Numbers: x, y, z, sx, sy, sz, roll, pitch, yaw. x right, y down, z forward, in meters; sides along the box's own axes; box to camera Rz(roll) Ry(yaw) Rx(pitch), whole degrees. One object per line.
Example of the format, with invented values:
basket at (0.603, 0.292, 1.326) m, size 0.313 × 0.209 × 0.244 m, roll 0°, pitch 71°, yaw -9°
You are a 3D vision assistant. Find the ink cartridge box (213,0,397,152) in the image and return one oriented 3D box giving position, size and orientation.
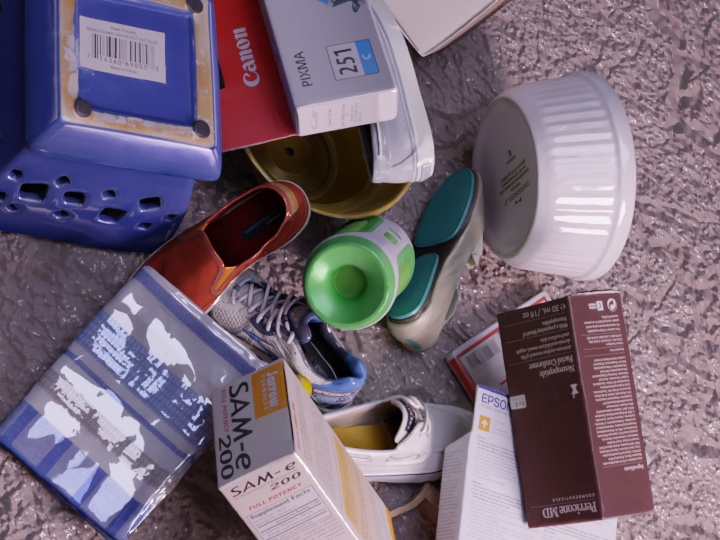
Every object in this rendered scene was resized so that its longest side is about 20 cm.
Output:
ink cartridge box at (-0.075, -0.206, 1.716) m, size 0.175 × 0.045 × 0.201 m, roll -12°, pitch 57°, yaw -7°

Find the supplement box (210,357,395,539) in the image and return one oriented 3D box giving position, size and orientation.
supplement box at (-0.043, 0.189, 1.584) m, size 0.200 × 0.073 × 0.126 m, roll 58°, pitch 12°, yaw -32°

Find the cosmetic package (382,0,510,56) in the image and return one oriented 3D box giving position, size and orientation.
cosmetic package at (0.088, -0.274, 1.868) m, size 0.087 × 0.103 × 0.200 m, roll 54°, pitch 15°, yaw -1°

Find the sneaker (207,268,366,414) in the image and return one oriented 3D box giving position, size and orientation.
sneaker at (-0.070, 0.044, 1.709) m, size 0.200 × 0.085 × 0.077 m, roll 41°, pitch 55°, yaw -8°

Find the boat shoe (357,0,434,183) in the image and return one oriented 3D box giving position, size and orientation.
boat shoe at (0.009, -0.167, 1.750) m, size 0.071 × 0.070 × 0.202 m, roll -10°, pitch 63°, yaw -15°

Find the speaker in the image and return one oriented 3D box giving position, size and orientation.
speaker at (0.000, 0.000, 1.707) m, size 0.089 × 0.088 × 0.200 m, roll 53°, pitch 10°, yaw -2°

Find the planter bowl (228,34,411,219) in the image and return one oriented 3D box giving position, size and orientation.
planter bowl at (-0.050, -0.125, 1.792) m, size 0.199 × 0.083 × 0.202 m, roll 14°, pitch 61°, yaw -27°

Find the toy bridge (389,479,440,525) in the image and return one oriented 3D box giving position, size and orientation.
toy bridge at (0.015, 0.259, 1.706) m, size 0.067 × 0.027 × 0.200 m, roll 42°, pitch 53°, yaw -9°

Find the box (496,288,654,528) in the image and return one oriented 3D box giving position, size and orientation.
box at (0.191, 0.125, 1.727) m, size 0.075 × 0.100 × 0.201 m, roll -4°, pitch 82°, yaw -39°

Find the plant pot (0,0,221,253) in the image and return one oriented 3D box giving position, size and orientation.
plant pot at (-0.226, -0.145, 1.636) m, size 0.199 × 0.180 × 0.201 m, roll 8°, pitch 67°, yaw -29°

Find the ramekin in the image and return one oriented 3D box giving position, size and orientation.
ramekin at (0.179, -0.091, 1.858) m, size 0.094 × 0.202 × 0.204 m, roll -2°, pitch 71°, yaw -20°

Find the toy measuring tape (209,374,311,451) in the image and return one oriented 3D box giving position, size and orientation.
toy measuring tape at (-0.119, 0.158, 1.654) m, size 0.200 × 0.074 × 0.074 m, roll -36°, pitch 90°, yaw -20°

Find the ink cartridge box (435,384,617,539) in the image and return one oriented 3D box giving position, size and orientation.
ink cartridge box at (0.155, 0.227, 1.765) m, size 0.196 × 0.043 × 0.201 m, roll 22°, pitch 65°, yaw -34°

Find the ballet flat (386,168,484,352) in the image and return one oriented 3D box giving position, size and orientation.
ballet flat at (0.080, -0.006, 1.844) m, size 0.069 × 0.069 × 0.201 m, roll 35°, pitch 58°, yaw -14°

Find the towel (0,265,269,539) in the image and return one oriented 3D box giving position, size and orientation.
towel at (-0.188, 0.110, 1.602) m, size 0.147 × 0.024 × 0.200 m, roll 41°, pitch 73°, yaw 1°

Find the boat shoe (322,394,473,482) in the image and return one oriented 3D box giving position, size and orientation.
boat shoe at (0.033, 0.145, 1.732) m, size 0.199 × 0.070 × 0.071 m, roll -2°, pitch 55°, yaw -30°

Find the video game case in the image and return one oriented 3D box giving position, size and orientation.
video game case at (0.183, 0.135, 1.868) m, size 0.143 × 0.017 × 0.201 m, roll -31°, pitch 88°, yaw -37°

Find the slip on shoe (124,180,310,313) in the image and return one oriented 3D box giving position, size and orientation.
slip on shoe at (-0.132, -0.011, 1.658) m, size 0.200 × 0.061 × 0.074 m, roll -36°, pitch 79°, yaw 4°
